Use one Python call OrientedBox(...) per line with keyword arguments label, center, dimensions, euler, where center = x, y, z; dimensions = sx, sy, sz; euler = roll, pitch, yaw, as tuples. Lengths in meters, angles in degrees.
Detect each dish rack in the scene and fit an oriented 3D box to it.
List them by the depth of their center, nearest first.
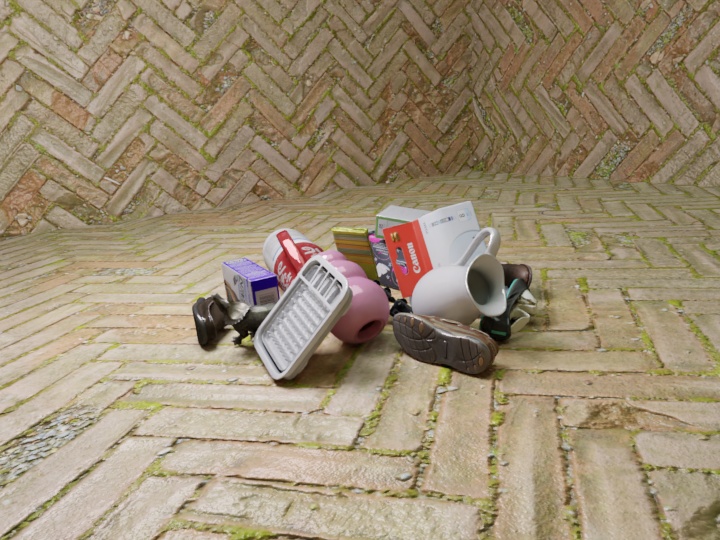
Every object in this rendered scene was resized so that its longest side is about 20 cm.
OrientedBox(label="dish rack", center=(-0.094, 0.082, 0.979), dimensions=(0.043, 0.201, 0.172), euler=(37, 1, -33))

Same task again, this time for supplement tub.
OrientedBox(label="supplement tub", center=(-0.172, -0.029, 1.454), dimensions=(0.131, 0.133, 0.200), euler=(-8, 17, -16))

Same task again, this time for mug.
OrientedBox(label="mug", center=(-0.127, 0.017, 1.244), dimensions=(0.177, 0.134, 0.200), euler=(31, 7, -24))

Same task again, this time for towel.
OrientedBox(label="towel", center=(0.000, 0.000, 1.182), dimensions=(0.085, 0.201, 0.018), euler=(8, 37, 33))

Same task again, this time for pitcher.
OrientedBox(label="pitcher", center=(0.181, 0.022, 1.040), dimensions=(0.121, 0.173, 0.200), euler=(25, -25, -17))

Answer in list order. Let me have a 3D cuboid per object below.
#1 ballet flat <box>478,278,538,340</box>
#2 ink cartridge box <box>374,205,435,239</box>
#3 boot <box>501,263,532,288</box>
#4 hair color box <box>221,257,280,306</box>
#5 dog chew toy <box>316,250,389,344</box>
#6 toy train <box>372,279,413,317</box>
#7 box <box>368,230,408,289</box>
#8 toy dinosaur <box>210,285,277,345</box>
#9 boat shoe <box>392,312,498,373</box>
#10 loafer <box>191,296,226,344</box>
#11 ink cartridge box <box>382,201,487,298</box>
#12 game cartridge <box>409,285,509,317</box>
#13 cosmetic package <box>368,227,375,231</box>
OrientedBox(label="ballet flat", center=(0.293, 0.079, 1.084), dimensions=(0.068, 0.069, 0.200), euler=(17, 34, 30))
OrientedBox(label="ink cartridge box", center=(0.143, -0.100, 1.334), dimensions=(0.198, 0.060, 0.104), euler=(11, 23, 21))
OrientedBox(label="boot", center=(0.255, 0.003, 1.274), dimensions=(0.198, 0.065, 0.186), euler=(9, -2, -15))
OrientedBox(label="hair color box", center=(-0.236, 0.047, 1.234), dimensions=(0.064, 0.110, 0.200), euler=(-13, 17, -26))
OrientedBox(label="dog chew toy", center=(-0.030, 0.039, 1.078), dimensions=(0.124, 0.125, 0.200), euler=(-13, 50, -30))
OrientedBox(label="toy train", center=(0.028, 0.046, 1.149), dimensions=(0.199, 0.046, 0.034), euler=(34, 18, 11))
OrientedBox(label="box", center=(0.096, -0.031, 1.423), dimensions=(0.131, 0.116, 0.199), euler=(-15, 21, -38))
OrientedBox(label="toy dinosaur", center=(-0.190, 0.091, 1.077), dimensions=(0.199, 0.078, 0.102), euler=(8, -27, -33))
OrientedBox(label="boat shoe", center=(0.141, 0.117, 0.967), dimensions=(0.199, 0.076, 0.071), euler=(21, 24, 38))
OrientedBox(label="loafer", center=(-0.297, 0.089, 1.159), dimensions=(0.071, 0.074, 0.200), euler=(-9, 16, -11))
OrientedBox(label="ink cartridge box", center=(0.163, -0.045, 1.209), dimensions=(0.198, 0.161, 0.047), euler=(-15, -11, -8))
OrientedBox(label="game cartridge", center=(0.212, 0.059, 1.217), dimensions=(0.199, 0.041, 0.133), euler=(5, 14, 30))
OrientedBox(label="cosmetic package", center=(0.043, -0.084, 1.713), dimensions=(0.198, 0.074, 0.103), euler=(-11, 16, -20))
